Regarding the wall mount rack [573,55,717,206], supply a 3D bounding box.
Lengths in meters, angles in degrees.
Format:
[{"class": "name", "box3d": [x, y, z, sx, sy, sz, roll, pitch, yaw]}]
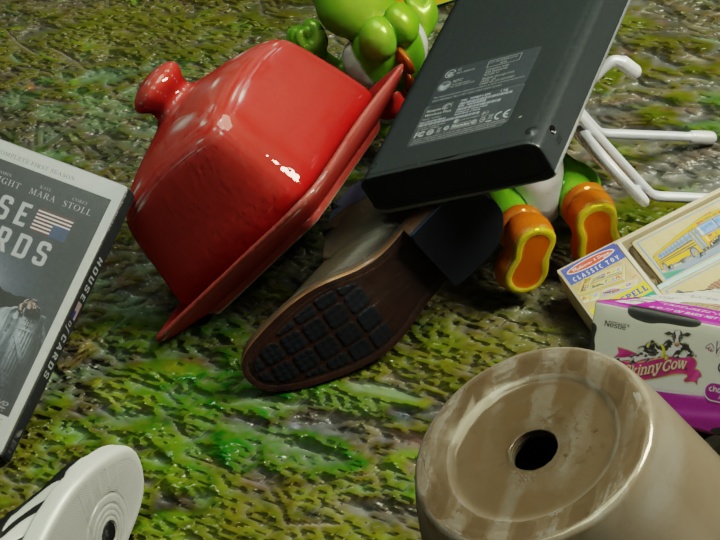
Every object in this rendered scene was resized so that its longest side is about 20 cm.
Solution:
[{"class": "wall mount rack", "box3d": [0.193, -0.100, 1.423, 0.075, 0.174, 0.200, -43, 28, 10]}]

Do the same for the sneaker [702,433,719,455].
[{"class": "sneaker", "box3d": [0.256, 0.143, 1.072, 0.199, 0.076, 0.077, 10, 57, 38]}]

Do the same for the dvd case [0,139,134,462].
[{"class": "dvd case", "box3d": [-0.259, 0.010, 1.380, 0.149, 0.025, 0.201, 20, 74, 13]}]

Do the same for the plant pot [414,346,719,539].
[{"class": "plant pot", "box3d": [0.107, 0.137, 0.980, 0.198, 0.174, 0.201, -17, 42, 16]}]

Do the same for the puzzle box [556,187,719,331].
[{"class": "puzzle box", "box3d": [0.237, -0.004, 1.311, 0.199, 0.026, 0.133, -27, 33, -3]}]

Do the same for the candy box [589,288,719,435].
[{"class": "candy box", "box3d": [0.221, 0.051, 1.129, 0.135, 0.062, 0.200, 11, 6, 27]}]

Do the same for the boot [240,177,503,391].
[{"class": "boot", "box3d": [0.000, 0.000, 1.369, 0.199, 0.075, 0.097, -34, 29, 3]}]

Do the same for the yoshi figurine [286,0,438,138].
[{"class": "yoshi figurine", "box3d": [0.003, -0.174, 1.551, 0.111, 0.200, 0.113, 22, 75, -1]}]

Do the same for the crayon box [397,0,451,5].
[{"class": "crayon box", "box3d": [0.097, -0.311, 1.812, 0.198, 0.120, 0.058, -18, 31, -8]}]

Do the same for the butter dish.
[{"class": "butter dish", "box3d": [-0.094, -0.084, 1.430, 0.200, 0.148, 0.200, -42, 9, 39]}]

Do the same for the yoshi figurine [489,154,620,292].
[{"class": "yoshi figurine", "box3d": [0.101, -0.060, 1.440, 0.112, 0.112, 0.201, -46, 43, 16]}]

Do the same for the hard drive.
[{"class": "hard drive", "box3d": [0.093, -0.126, 1.350, 0.139, 0.033, 0.201, -11, 38, 36]}]

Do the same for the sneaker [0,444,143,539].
[{"class": "sneaker", "box3d": [-0.217, 0.166, 1.202, 0.111, 0.074, 0.200, 6, 37, 26]}]
